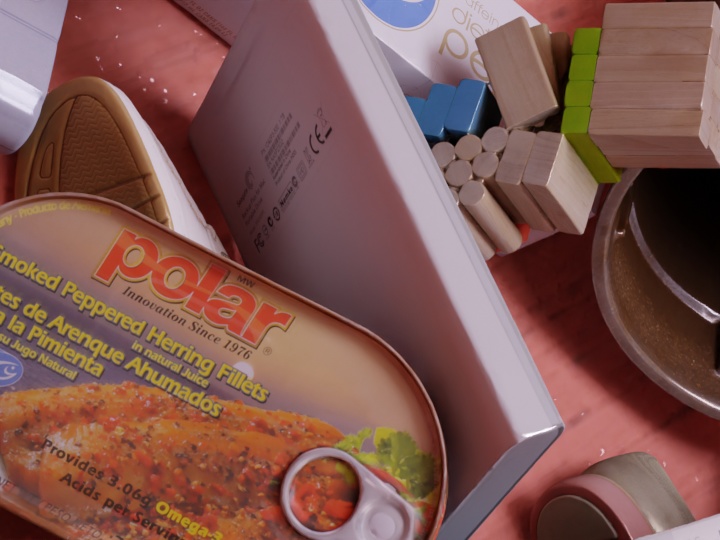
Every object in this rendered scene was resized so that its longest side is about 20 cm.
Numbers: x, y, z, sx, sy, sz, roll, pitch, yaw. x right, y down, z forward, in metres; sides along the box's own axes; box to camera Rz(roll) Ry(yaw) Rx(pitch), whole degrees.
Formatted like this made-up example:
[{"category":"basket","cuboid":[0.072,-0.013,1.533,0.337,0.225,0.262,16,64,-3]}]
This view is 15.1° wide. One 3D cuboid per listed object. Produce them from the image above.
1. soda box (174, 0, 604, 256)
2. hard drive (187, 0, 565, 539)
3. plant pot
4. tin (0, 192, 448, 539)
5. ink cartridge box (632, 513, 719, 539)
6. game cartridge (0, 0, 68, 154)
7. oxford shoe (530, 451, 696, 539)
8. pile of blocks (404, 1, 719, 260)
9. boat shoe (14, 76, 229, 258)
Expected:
[{"category":"soda box","cuboid":[0.018,-0.093,1.127,0.200,0.064,0.068,37,52,-25]},{"category":"hard drive","cuboid":[0.000,0.000,0.995,0.026,0.132,0.201,-15,68,-28]},{"category":"plant pot","cuboid":[0.205,-0.064,1.194,0.200,0.200,0.199,39,35,-24]},{"category":"tin","cuboid":[-0.062,0.049,0.939,0.199,0.042,0.113,28,91,10]},{"category":"ink cartridge box","cuboid":[0.214,0.157,1.040,0.199,0.050,0.163,-15,73,-13]},{"category":"game cartridge","cuboid":[-0.163,-0.157,1.011,0.133,0.041,0.201,24,58,-28]},{"category":"oxford shoe","cuboid":[0.147,0.167,1.137,0.074,0.071,0.201,-26,92,-47]},{"category":"pile of blocks","cuboid":[0.060,-0.044,1.082,0.062,0.199,0.083,47,24,-57]},{"category":"boat shoe","cuboid":[-0.069,0.025,1.006,0.069,0.071,0.201,-4,72,-58]}]
